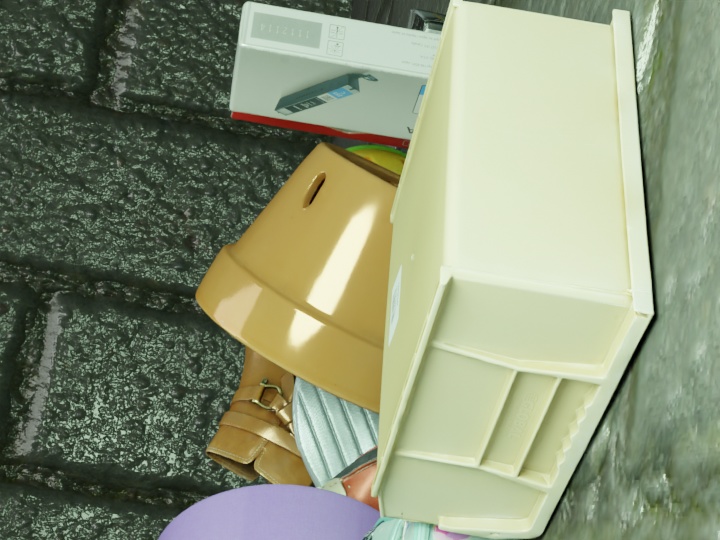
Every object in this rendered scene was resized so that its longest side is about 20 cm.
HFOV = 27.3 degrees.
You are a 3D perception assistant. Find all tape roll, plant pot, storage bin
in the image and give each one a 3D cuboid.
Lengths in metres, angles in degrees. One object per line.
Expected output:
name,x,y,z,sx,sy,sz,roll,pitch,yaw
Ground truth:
tape roll,-0.053,0.241,1.038,0.066,0.199,0.201,-88,9,-51
plant pot,0.000,0.000,1.060,0.141,0.199,0.200,-63,8,7
storage bin,0.068,0.001,0.753,0.199,0.093,0.201,104,173,-48

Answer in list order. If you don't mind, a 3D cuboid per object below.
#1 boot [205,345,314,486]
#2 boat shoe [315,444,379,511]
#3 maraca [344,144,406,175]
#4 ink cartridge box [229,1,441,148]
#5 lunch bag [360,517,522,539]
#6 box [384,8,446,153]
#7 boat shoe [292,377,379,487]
boot,-0.083,0.092,1.232,0.155,0.199,0.074,-53,-28,-20
boat shoe,-0.022,0.191,1.083,0.200,0.071,0.062,-38,-15,24
maraca,-0.011,-0.019,1.208,0.200,0.137,0.107,-41,1,-23
ink cartridge box,-0.001,-0.128,1.150,0.176,0.198,0.045,110,168,-64
lunch bag,0.032,0.225,0.816,0.160,0.076,0.201,116,163,-73
box,0.056,-0.135,1.370,0.158,0.048,0.201,-103,23,-75
boat shoe,-0.007,0.158,1.154,0.062,0.071,0.201,91,165,-80
